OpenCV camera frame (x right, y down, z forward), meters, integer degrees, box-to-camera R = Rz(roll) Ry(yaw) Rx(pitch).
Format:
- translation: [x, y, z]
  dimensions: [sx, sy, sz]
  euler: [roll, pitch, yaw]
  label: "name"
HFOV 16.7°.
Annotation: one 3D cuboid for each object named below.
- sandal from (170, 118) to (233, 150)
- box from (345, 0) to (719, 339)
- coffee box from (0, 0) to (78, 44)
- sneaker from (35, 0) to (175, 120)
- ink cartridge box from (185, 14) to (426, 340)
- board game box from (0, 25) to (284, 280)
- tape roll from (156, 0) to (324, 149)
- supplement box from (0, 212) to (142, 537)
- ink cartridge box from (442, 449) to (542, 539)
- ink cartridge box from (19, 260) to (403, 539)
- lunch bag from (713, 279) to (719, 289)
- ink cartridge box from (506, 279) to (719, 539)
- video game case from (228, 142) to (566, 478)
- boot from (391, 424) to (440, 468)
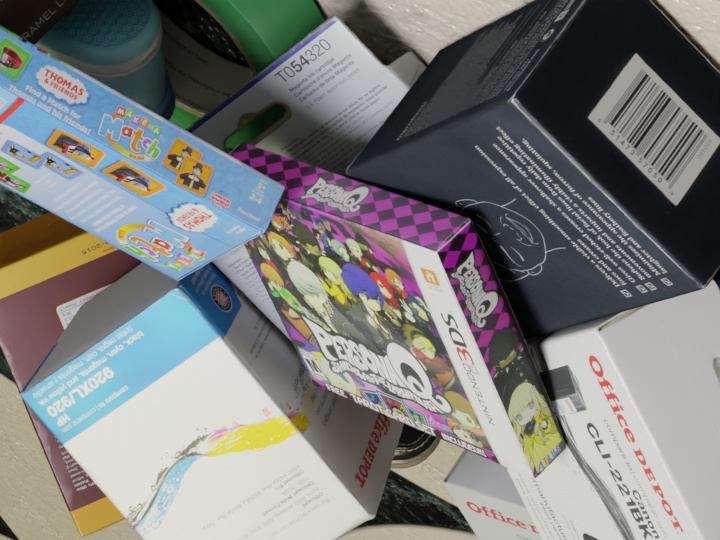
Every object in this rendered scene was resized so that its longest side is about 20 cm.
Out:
- translation: [-0.148, -0.107, 1.679]
  dimensions: [0.200, 0.048, 0.075]
  euler: [37, 128, 12]
  label: "sandal"
- translation: [0.112, -0.060, 1.357]
  dimensions: [0.148, 0.107, 0.200]
  euler: [43, 155, -14]
  label: "box"
- translation: [-0.250, -0.211, 1.486]
  dimensions: [0.200, 0.114, 0.080]
  euler: [41, 177, 44]
  label: "coffee box"
- translation: [-0.203, -0.138, 1.567]
  dimensions: [0.200, 0.080, 0.131]
  euler: [26, 153, 27]
  label: "sneaker"
- translation: [-0.009, -0.047, 1.524]
  dimensions: [0.196, 0.043, 0.200]
  euler: [-33, 109, 33]
  label: "ink cartridge box"
- translation: [-0.161, -0.067, 1.425]
  dimensions: [0.200, 0.037, 0.151]
  euler: [30, 159, -16]
  label: "board game box"
- translation: [-0.109, -0.161, 1.549]
  dimensions: [0.200, 0.048, 0.201]
  euler: [31, 155, 16]
  label: "tape roll"
- translation: [-0.189, 0.060, 1.798]
  dimensions: [0.197, 0.132, 0.201]
  euler: [-148, 36, -77]
  label: "supplement box"
- translation: [0.169, 0.198, 1.772]
  dimensions: [0.145, 0.084, 0.200]
  euler: [15, 148, 42]
  label: "ink cartridge box"
- translation: [-0.092, 0.092, 1.623]
  dimensions: [0.144, 0.147, 0.200]
  euler: [-34, 103, 22]
  label: "ink cartridge box"
- translation: [0.226, 0.082, 1.499]
  dimensions: [0.150, 0.094, 0.200]
  euler: [3, 130, 56]
  label: "lunch bag"
- translation: [0.158, 0.091, 1.452]
  dimensions: [0.145, 0.084, 0.200]
  euler: [63, 156, -2]
  label: "ink cartridge box"
- translation: [0.015, 0.022, 1.445]
  dimensions: [0.200, 0.036, 0.182]
  euler: [21, 145, 44]
  label: "video game case"
- translation: [-0.030, 0.057, 1.814]
  dimensions: [0.200, 0.073, 0.151]
  euler: [34, 157, 21]
  label: "boot"
